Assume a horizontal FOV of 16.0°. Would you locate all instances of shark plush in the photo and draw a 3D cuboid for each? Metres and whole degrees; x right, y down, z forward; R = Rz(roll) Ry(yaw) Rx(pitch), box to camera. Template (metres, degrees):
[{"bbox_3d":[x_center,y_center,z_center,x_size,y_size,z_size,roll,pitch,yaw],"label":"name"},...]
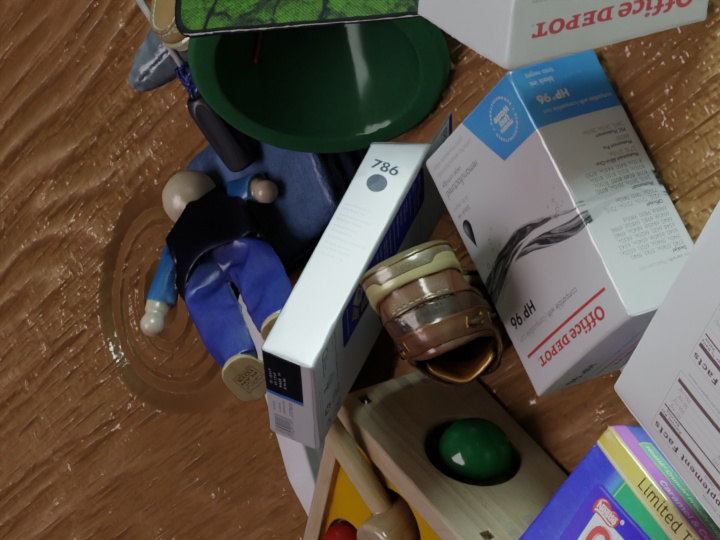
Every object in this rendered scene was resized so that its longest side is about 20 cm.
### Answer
[{"bbox_3d":[-0.077,-0.180,1.708,0.199,0.083,0.091,-21,105,43],"label":"shark plush"}]

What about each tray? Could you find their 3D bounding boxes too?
[{"bbox_3d":[-0.045,0.100,1.777,0.108,0.022,0.201,-122,14,-53],"label":"tray"}]

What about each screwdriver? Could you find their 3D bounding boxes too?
[{"bbox_3d":[-0.128,-0.148,1.689,0.028,0.029,0.201,-24,115,23],"label":"screwdriver"}]

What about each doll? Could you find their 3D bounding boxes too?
[{"bbox_3d":[-0.096,-0.001,1.715,0.136,0.048,0.200,-45,41,16],"label":"doll"}]

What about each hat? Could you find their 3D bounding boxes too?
[{"bbox_3d":[-0.024,-0.203,1.630,0.201,0.164,0.177,92,-179,-55],"label":"hat"}]

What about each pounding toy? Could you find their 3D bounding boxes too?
[{"bbox_3d":[0.032,0.154,1.627,0.184,0.141,0.201,46,138,36],"label":"pounding toy"}]

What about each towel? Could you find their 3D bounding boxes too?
[{"bbox_3d":[-0.059,-0.056,1.764,0.200,0.048,0.112,-37,72,57],"label":"towel"}]

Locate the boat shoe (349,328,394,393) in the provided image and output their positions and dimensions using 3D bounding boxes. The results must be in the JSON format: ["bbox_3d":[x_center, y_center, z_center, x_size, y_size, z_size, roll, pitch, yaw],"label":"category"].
[{"bbox_3d":[-0.010,0.014,1.696,0.065,0.073,0.201,43,137,32],"label":"boat shoe"}]

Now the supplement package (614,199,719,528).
[{"bbox_3d":[0.230,0.024,1.292,0.110,0.113,0.201,54,142,26],"label":"supplement package"}]

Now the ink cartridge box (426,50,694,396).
[{"bbox_3d":[0.127,-0.009,1.479,0.201,0.067,0.116,64,147,15],"label":"ink cartridge box"}]

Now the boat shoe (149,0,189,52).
[{"bbox_3d":[-0.104,-0.244,1.650,0.071,0.076,0.201,16,88,49],"label":"boat shoe"}]

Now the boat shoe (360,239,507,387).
[{"bbox_3d":[0.051,0.039,1.532,0.068,0.072,0.200,67,-172,16],"label":"boat shoe"}]

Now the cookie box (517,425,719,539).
[{"bbox_3d":[0.155,0.218,1.470,0.200,0.075,0.171,-54,55,25],"label":"cookie box"}]

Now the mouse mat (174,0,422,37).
[{"bbox_3d":[-0.018,-0.220,1.519,0.199,0.008,0.162,-2,73,24],"label":"mouse mat"}]

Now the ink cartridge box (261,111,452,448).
[{"bbox_3d":[0.000,0.000,1.551,0.039,0.201,0.100,21,150,15],"label":"ink cartridge box"}]

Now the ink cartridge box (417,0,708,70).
[{"bbox_3d":[0.117,-0.221,1.330,0.086,0.147,0.201,38,134,45],"label":"ink cartridge box"}]
